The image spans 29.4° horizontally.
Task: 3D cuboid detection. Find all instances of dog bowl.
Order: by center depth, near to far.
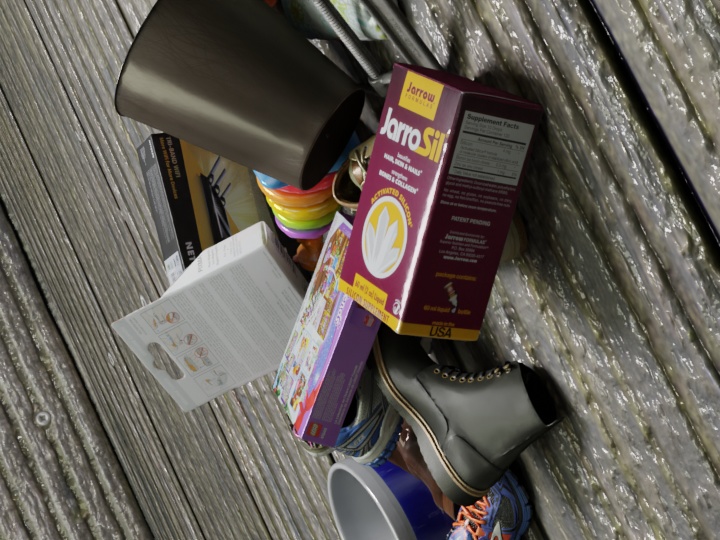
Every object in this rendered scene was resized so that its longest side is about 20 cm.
[{"bbox_3d":[0.042,0.308,1.644,0.200,0.078,0.202,48,151,38],"label":"dog bowl"}]

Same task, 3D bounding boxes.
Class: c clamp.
[{"bbox_3d":[0.001,-0.205,1.220,0.170,0.027,0.200,25,161,46],"label":"c clamp"}]

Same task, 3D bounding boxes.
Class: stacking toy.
[{"bbox_3d":[-0.057,-0.075,1.463,0.201,0.115,0.110,84,163,-47],"label":"stacking toy"}]

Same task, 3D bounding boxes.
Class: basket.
[{"bbox_3d":[-0.106,-0.177,1.321,0.199,0.181,0.136,32,176,11],"label":"basket"}]

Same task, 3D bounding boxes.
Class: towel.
[{"bbox_3d":[-0.038,-0.312,1.274,0.171,0.048,0.202,21,130,62],"label":"towel"}]

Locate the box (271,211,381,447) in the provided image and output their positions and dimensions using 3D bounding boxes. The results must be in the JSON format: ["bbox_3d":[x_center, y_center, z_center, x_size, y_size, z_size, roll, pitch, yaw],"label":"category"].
[{"bbox_3d":[-0.025,0.055,1.357,0.137,0.039,0.202,-133,62,-68],"label":"box"}]

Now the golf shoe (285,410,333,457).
[{"bbox_3d":[-0.042,0.145,1.560,0.201,0.072,0.093,-97,-12,-54],"label":"golf shoe"}]

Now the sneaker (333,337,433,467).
[{"bbox_3d":[0.014,0.099,1.408,0.077,0.084,0.202,14,88,62],"label":"sneaker"}]

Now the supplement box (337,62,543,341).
[{"bbox_3d":[0.062,-0.057,1.132,0.110,0.085,0.202,33,112,54],"label":"supplement box"}]

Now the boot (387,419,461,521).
[{"bbox_3d":[0.049,0.154,1.473,0.200,0.064,0.188,38,140,44],"label":"boot"}]

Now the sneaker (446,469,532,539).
[{"bbox_3d":[0.127,0.264,1.407,0.075,0.078,0.202,38,145,48],"label":"sneaker"}]

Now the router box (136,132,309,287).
[{"bbox_3d":[-0.159,-0.064,1.596,0.052,0.156,0.202,-28,75,56],"label":"router box"}]

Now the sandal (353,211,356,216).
[{"bbox_3d":[0.000,0.000,1.455,0.080,0.054,0.202,40,133,45],"label":"sandal"}]

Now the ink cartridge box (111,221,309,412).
[{"bbox_3d":[-0.151,0.055,1.530,0.163,0.198,0.057,56,-161,-35],"label":"ink cartridge box"}]

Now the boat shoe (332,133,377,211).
[{"bbox_3d":[0.027,-0.094,1.289,0.200,0.073,0.077,141,113,-67],"label":"boat shoe"}]

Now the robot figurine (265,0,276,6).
[{"bbox_3d":[-0.166,-0.321,1.473,0.200,0.116,0.145,47,161,39],"label":"robot figurine"}]

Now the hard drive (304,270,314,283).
[{"bbox_3d":[-0.029,0.060,1.629,0.200,0.033,0.141,44,149,44],"label":"hard drive"}]

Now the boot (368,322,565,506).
[{"bbox_3d":[0.099,0.100,1.297,0.138,0.077,0.201,-44,70,31],"label":"boot"}]

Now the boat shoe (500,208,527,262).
[{"bbox_3d":[0.076,-0.030,1.258,0.200,0.064,0.072,-7,105,67],"label":"boat shoe"}]
